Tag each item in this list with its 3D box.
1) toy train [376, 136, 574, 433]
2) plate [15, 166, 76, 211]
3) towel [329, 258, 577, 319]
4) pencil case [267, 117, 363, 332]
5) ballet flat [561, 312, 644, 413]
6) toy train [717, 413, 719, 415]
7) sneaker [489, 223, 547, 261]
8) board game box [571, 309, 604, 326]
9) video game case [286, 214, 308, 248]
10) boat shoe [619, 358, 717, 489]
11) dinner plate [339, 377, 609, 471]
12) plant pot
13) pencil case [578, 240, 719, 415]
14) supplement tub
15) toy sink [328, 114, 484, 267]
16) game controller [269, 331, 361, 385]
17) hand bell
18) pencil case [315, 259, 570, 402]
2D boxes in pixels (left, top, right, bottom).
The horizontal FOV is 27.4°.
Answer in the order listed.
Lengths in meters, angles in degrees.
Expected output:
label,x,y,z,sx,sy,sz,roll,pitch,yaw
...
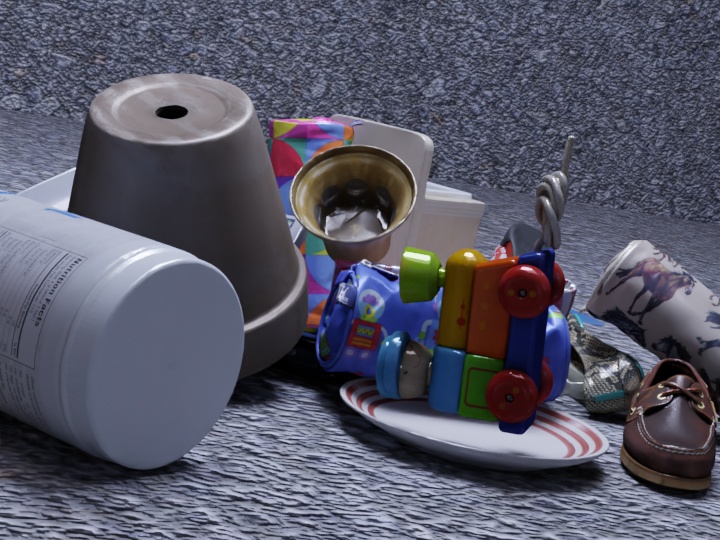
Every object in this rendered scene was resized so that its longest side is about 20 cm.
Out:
label,x,y,z,sx,sy,sz,roll,pitch,yaw
toy train,0.079,0.003,1.015,0.115,0.202,0.085,8,7,15
plate,-0.218,-0.032,1.291,0.199,0.032,0.199,-29,42,-27
towel,0.072,0.036,1.229,0.198,0.030,0.147,5,-29,-2
pencil case,-0.045,-0.044,1.347,0.088,0.202,0.088,3,-1,0
ballet flat,0.188,0.082,1.329,0.075,0.068,0.200,-13,14,-9
toy train,0.426,0.116,1.360,0.199,0.085,0.116,4,21,-43
sneaker,0.133,0.046,1.394,0.067,0.108,0.202,24,31,-1
board game box,0.165,0.046,1.609,0.199,0.039,0.158,19,5,13
video game case,-0.159,-0.012,1.214,0.199,0.018,0.144,11,42,15
boat shoe,0.238,0.113,1.139,0.070,0.071,0.200,13,10,4
dinner plate,0.081,0.114,1.077,0.199,0.024,0.200,12,8,-2
plant pot,-0.135,-0.040,1.077,0.198,0.175,0.200,1,32,-1
pencil case,0.285,0.063,1.258,0.200,0.090,0.078,41,55,8
supplement tub,-0.184,0.031,0.905,0.199,0.133,0.132,17,10,35
toy sink,0.032,-0.036,1.406,0.130,0.201,0.112,17,11,41
game controller,-0.080,0.051,1.213,0.199,0.042,0.104,15,9,18
hand bell,0.000,0.000,1.263,0.103,0.201,0.105,-2,50,3
pencil case,0.064,0.047,1.131,0.199,0.088,0.078,10,-2,-17
